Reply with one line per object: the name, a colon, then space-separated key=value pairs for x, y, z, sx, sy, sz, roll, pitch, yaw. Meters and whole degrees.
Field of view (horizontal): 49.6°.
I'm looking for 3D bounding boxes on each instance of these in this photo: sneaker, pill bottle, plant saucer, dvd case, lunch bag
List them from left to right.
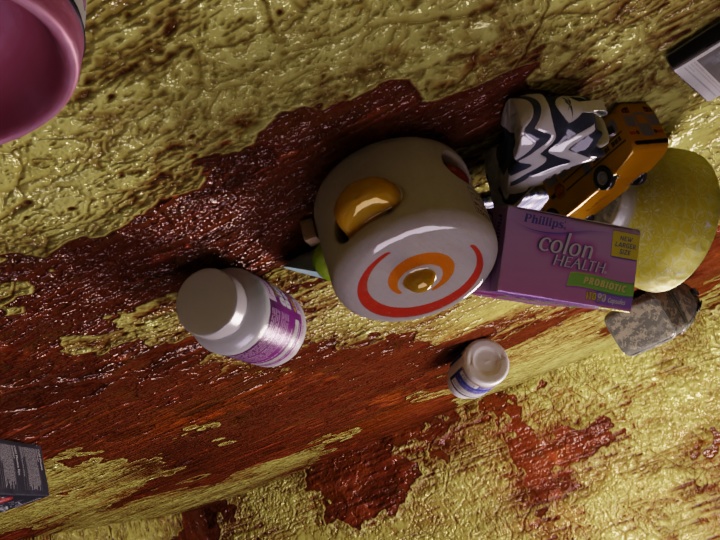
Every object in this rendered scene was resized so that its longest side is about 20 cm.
pill bottle: x=-0.154 y=0.059 z=1.011 sx=0.112 sy=0.113 sz=0.200 roll=-22 pitch=161 yaw=11
plant saucer: x=0.000 y=0.000 z=1.016 sx=0.200 sy=0.039 sz=0.201 roll=12 pitch=176 yaw=1
pill bottle: x=0.289 y=0.258 z=1.976 sx=0.119 sy=0.120 sz=0.200 roll=-13 pitch=161 yaw=-16
sneaker: x=0.218 y=-0.132 z=0.883 sx=0.129 sy=0.080 sz=0.200 roll=-8 pitch=150 yaw=-5
lunch bag: x=0.776 y=0.118 z=2.050 sx=0.167 sy=0.140 sz=0.200 roll=-25 pitch=169 yaw=-38
dvd case: x=0.444 y=-0.260 z=0.834 sx=0.199 sy=0.025 sz=0.150 roll=-31 pitch=158 yaw=33

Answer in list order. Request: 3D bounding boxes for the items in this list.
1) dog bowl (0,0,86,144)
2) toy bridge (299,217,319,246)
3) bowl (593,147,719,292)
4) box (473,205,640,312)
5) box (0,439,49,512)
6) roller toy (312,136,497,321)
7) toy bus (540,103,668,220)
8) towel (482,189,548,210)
dog bowl: x=-0.249 y=-0.137 z=0.434 sx=0.199 sy=0.074 sz=0.200 roll=-18 pitch=162 yaw=-6
toy bridge: x=0.028 y=-0.075 z=0.944 sx=0.199 sy=0.027 sz=0.067 roll=-21 pitch=164 yaw=7
bowl: x=0.371 y=-0.078 z=1.055 sx=0.107 sy=0.201 sz=0.200 roll=11 pitch=151 yaw=-18
box: x=0.202 y=-0.011 z=0.950 sx=0.175 sy=0.097 sz=0.200 roll=9 pitch=176 yaw=-18
box: x=-0.705 y=0.388 z=1.408 sx=0.199 sy=0.105 sz=0.182 roll=-19 pitch=163 yaw=1
roller toy: x=0.049 y=-0.038 z=0.835 sx=0.181 sy=0.140 sz=0.201 roll=-5 pitch=143 yaw=-15
toy bus: x=0.297 y=-0.121 z=0.992 sx=0.065 sy=0.079 sz=0.200 roll=-10 pitch=159 yaw=-28
towel: x=0.187 y=-0.068 z=1.122 sx=0.199 sy=0.024 sz=0.145 roll=-10 pitch=159 yaw=-24
